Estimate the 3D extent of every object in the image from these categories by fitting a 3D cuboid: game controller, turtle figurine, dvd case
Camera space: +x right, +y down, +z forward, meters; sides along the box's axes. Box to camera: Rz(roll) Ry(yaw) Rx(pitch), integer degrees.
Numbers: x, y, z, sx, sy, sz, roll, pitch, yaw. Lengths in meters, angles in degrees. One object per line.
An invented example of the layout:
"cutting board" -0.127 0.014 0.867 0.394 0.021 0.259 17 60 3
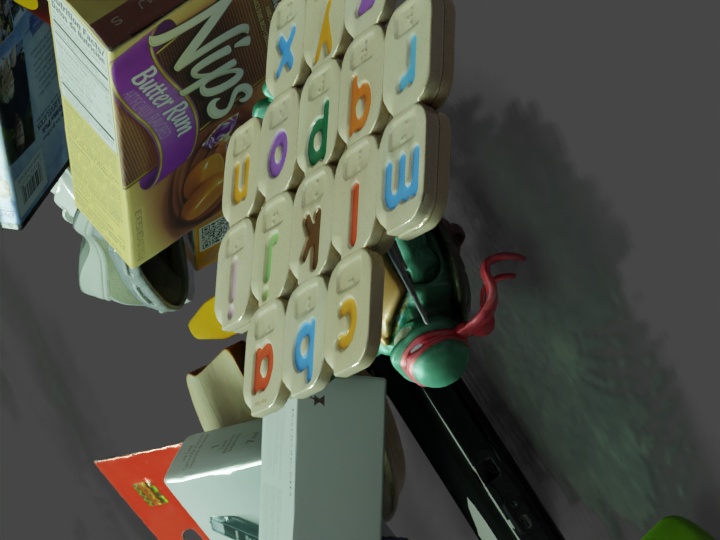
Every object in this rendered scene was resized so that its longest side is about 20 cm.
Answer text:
"game controller" 0.058 0.098 1.134 0.201 0.042 0.104 58 177 15
"turtle figurine" 0.000 0.000 1.023 0.150 0.100 0.201 -63 34 28
"dvd case" -0.193 -0.145 1.302 0.017 0.143 0.201 7 127 16

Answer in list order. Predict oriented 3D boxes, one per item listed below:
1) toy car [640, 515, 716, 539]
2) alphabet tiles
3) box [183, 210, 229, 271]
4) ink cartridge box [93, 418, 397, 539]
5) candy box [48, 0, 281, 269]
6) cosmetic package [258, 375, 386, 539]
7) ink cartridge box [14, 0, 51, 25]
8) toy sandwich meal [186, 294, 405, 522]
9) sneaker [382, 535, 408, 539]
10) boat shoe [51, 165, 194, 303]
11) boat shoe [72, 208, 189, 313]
"toy car" 0.147 0.231 0.890 0.200 0.164 0.158 52 165 -12
"alphabet tiles" -0.014 -0.042 0.948 0.200 0.014 0.197 -29 54 58
"box" -0.114 -0.101 1.312 0.119 0.041 0.201 54 159 24
"ink cartridge box" -0.054 0.181 1.333 0.173 0.044 0.200 -16 122 36
"candy box" -0.089 -0.098 1.106 0.057 0.116 0.200 47 158 20
"cosmetic package" -0.023 0.154 1.152 0.151 0.051 0.202 163 108 -83
"ink cartridge box" -0.178 -0.202 1.088 0.175 0.084 0.200 34 172 21
"toy sandwich meal" -0.047 0.079 1.332 0.206 0.070 0.206 53 161 27
"sneaker" 0.045 0.230 1.202 0.075 0.078 0.201 -46 58 26
"boat shoe" -0.174 -0.062 1.459 0.201 0.065 0.074 65 -168 -5
"boat shoe" -0.127 -0.031 1.290 0.064 0.075 0.202 22 153 2
